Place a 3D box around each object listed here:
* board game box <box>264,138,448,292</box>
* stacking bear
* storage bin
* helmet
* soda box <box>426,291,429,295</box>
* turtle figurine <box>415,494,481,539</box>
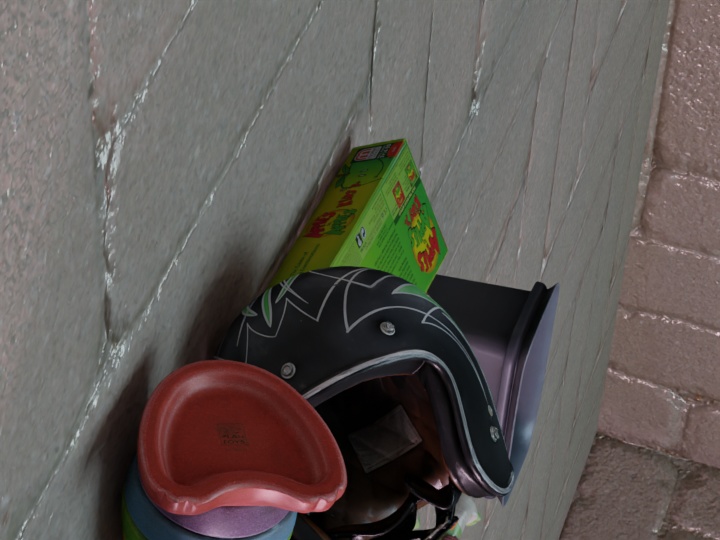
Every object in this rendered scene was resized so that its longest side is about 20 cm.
[{"bbox_3d":[0.000,0.000,1.742,0.102,0.047,0.200,68,29,-26],"label":"board game box"},{"bbox_3d":[-0.095,0.162,1.447,0.114,0.121,0.201,-108,-153,-43],"label":"stacking bear"},{"bbox_3d":[0.097,0.091,2.205,0.146,0.133,0.201,-61,163,-50],"label":"storage bin"},{"bbox_3d":[-0.008,0.091,1.562,0.199,0.191,0.200,-33,-171,6],"label":"helmet"},{"bbox_3d":[0.012,0.096,1.958,0.201,0.070,0.064,94,15,-45],"label":"soda box"},{"bbox_3d":[0.057,0.320,2.304,0.144,0.199,0.195,-37,-156,45],"label":"turtle figurine"}]
